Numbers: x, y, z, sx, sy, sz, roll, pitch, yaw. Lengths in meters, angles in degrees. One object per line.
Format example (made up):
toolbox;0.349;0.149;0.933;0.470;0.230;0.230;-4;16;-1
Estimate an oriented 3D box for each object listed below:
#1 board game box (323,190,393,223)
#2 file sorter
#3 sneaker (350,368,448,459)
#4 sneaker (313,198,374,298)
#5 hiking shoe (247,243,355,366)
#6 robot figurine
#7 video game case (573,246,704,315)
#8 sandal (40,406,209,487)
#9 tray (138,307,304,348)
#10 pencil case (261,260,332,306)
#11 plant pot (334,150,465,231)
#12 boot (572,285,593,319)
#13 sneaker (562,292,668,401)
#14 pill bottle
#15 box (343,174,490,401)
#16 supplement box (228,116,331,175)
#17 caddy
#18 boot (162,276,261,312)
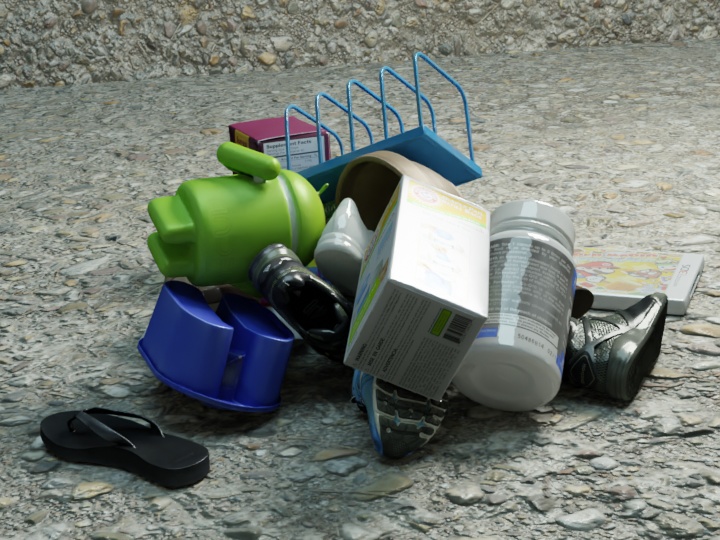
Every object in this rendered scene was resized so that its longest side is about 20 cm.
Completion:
board game box;-0.021;-0.056;1.635;0.199;0.024;0.105;-17;-24;27
file sorter;0.022;-0.158;1.588;0.199;0.123;0.139;-18;-27;28
sneaker;0.033;0.122;1.312;0.078;0.090;0.200;21;32;-13
sneaker;0.000;0.000;1.476;0.075;0.200;0.089;5;57;12
hiking shoe;-0.034;0.059;1.387;0.200;0.076;0.101;37;9;-31
robot figurine;-0.127;-0.046;1.424;0.199;0.176;0.116;-9;35;-22
video game case;0.321;0.009;1.663;0.199;0.023;0.182;4;19;21
sandal;-0.226;0.159;1.273;0.199;0.043;0.076;8;22;31
tray;-0.154;0.073;1.554;0.199;0.022;0.107;-2;18;5
pencil case;-0.113;0.005;1.621;0.199;0.089;0.088;-4;16;26
plant pot;0.063;-0.045;1.495;0.092;0.202;0.200;-22;25;-31
boot;0.160;-0.007;1.570;0.185;0.064;0.200;-9;40;-9
sneaker;0.263;0.068;1.410;0.114;0.077;0.199;13;29;25
pill bottle;0.161;0.032;1.346;0.113;0.114;0.201;3;52;18
box;0.059;0.013;1.292;0.101;0.113;0.200;22;33;-8
supplement box;-0.104;-0.094;1.765;0.103;0.201;0.131;-10;18;-21
caddy;-0.154;0.088;1.384;0.141;0.105;0.200;14;10;-24
boot;-0.140;0.001;1.533;0.199;0.070;0.147;-26;47;7
